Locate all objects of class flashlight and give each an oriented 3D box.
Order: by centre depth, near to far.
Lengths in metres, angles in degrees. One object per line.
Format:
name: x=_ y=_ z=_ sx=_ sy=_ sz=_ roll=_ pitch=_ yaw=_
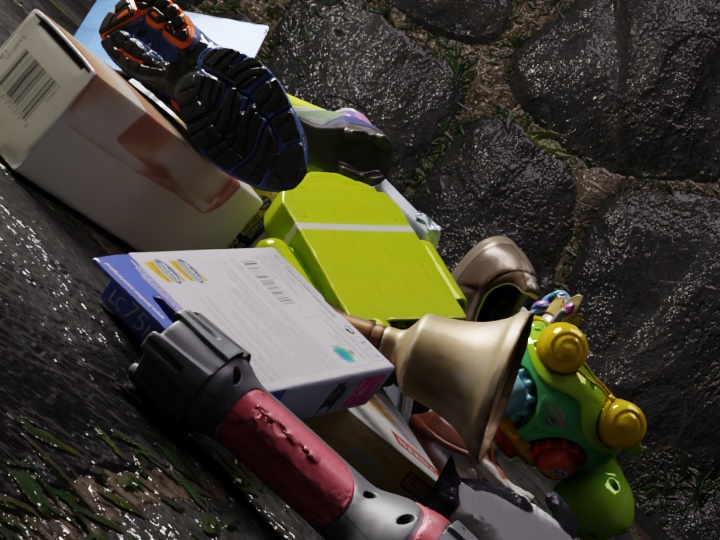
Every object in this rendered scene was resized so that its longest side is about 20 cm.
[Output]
flashlight: x=-0.027 y=0.099 z=0.735 sx=0.200 sy=0.068 sz=0.068 roll=41 pitch=41 yaw=11

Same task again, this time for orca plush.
orca plush: x=0.087 y=0.198 z=1.035 sx=0.199 sy=0.071 sz=0.106 roll=26 pitch=59 yaw=-43

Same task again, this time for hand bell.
hand bell: x=0.005 y=0.043 z=1.009 sx=0.198 sy=0.105 sz=0.104 roll=20 pitch=-1 yaw=12

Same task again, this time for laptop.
laptop: x=-0.208 y=-0.214 z=1.410 sx=0.185 sy=0.117 sz=0.200 roll=11 pitch=-5 yaw=13

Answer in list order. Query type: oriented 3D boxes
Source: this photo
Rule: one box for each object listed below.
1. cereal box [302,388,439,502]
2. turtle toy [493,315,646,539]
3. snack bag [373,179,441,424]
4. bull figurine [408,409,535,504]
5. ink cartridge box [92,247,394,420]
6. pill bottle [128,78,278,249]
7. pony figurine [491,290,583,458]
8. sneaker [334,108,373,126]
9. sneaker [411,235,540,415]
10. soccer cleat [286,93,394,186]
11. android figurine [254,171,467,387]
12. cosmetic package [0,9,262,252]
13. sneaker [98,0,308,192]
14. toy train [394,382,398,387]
cereal box: x=-0.021 y=0.090 z=1.079 sx=0.144 sy=0.040 sz=0.200 roll=40 pitch=4 yaw=-23
turtle toy: x=0.162 y=0.126 z=1.225 sx=0.201 sy=0.101 sz=0.146 roll=53 pitch=-4 yaw=-4
snack bag: x=0.024 y=0.025 z=1.318 sx=0.021 sy=0.202 sz=0.189 roll=3 pitch=18 yaw=-17
bull figurine: x=0.082 y=0.156 z=1.214 sx=0.121 sy=0.065 sz=0.200 roll=45 pitch=4 yaw=14
ink cartridge box: x=-0.071 y=0.038 z=0.900 sx=0.119 sy=0.042 sz=0.200 roll=43 pitch=17 yaw=19
pill bottle: x=-0.124 y=-0.068 z=1.244 sx=0.200 sy=0.113 sz=0.112 roll=43 pitch=4 yaw=17
pony figurine: x=0.151 y=0.110 z=1.434 sx=0.166 sy=0.200 sz=0.193 roll=43 pitch=3 yaw=19
sneaker: x=-0.067 y=-0.064 z=1.340 sx=0.081 sy=0.200 sz=0.088 roll=55 pitch=25 yaw=16
sneaker: x=0.083 y=0.066 z=1.329 sx=0.070 sy=0.201 sz=0.076 roll=18 pitch=23 yaw=-34
soccer cleat: x=-0.066 y=-0.112 z=1.210 sx=0.199 sy=0.065 sz=0.084 roll=20 pitch=-3 yaw=-29
android figurine: x=0.000 y=0.000 z=1.135 sx=0.181 sy=0.041 sz=0.201 roll=-2 pitch=49 yaw=-44
cosmetic package: x=-0.172 y=-0.083 z=1.080 sx=0.103 sy=0.087 sz=0.200 roll=44 pitch=3 yaw=38
sneaker: x=-0.101 y=-0.125 z=1.085 sx=0.200 sy=0.075 sz=0.078 roll=47 pitch=3 yaw=27
toy train: x=0.003 y=0.066 z=1.223 sx=0.046 sy=0.034 sz=0.200 roll=37 pitch=-14 yaw=-25
